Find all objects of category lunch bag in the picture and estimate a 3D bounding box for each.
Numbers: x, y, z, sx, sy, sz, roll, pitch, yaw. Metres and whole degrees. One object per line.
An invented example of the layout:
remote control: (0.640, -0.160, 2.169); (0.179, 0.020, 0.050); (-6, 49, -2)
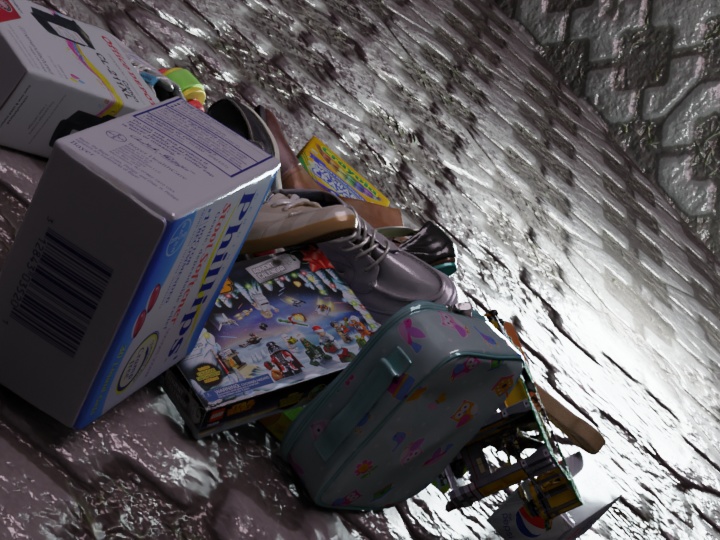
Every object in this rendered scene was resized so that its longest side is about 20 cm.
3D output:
lunch bag: (0.034, 0.110, 1.362); (0.160, 0.200, 0.077); (13, 32, -53)

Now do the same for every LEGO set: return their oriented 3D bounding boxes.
LEGO set: (0.111, 0.149, 1.497); (0.201, 0.115, 0.154); (69, 9, 22)

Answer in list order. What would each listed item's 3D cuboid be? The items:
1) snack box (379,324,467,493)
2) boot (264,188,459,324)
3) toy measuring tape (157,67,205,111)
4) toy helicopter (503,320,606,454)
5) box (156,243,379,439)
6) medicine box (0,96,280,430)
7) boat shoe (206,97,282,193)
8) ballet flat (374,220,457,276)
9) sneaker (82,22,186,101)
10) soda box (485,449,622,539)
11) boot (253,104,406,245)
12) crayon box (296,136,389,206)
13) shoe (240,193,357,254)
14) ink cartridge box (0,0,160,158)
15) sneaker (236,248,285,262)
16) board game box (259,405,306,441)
snack box: (0.040, 0.115, 1.607); (0.142, 0.053, 0.200); (38, 19, -17)
boot: (-0.004, -0.015, 1.519); (0.199, 0.074, 0.096); (17, -33, 24)
toy measuring tape: (-0.187, -0.186, 1.798); (0.074, 0.074, 0.200); (46, 18, 14)
toy helicopter: (0.176, 0.121, 1.711); (0.200, 0.079, 0.132); (38, -13, 8)
box: (-0.085, 0.054, 1.368); (0.199, 0.040, 0.137); (-15, 53, -37)
medicine box: (-0.168, -0.011, 1.188); (0.103, 0.183, 0.200); (31, 23, 10)
boat shoe: (-0.125, -0.109, 1.690); (0.068, 0.072, 0.201); (39, 27, -49)
ballet flat: (0.000, 0.000, 1.619); (0.199, 0.068, 0.069); (-18, 73, -21)
sneaker: (-0.228, -0.190, 1.663); (0.200, 0.075, 0.087); (41, -25, 1)
soda box: (0.197, 0.236, 1.639); (0.068, 0.064, 0.200); (46, 18, 15)
boot: (-0.033, -0.086, 1.788); (0.199, 0.069, 0.189); (12, 42, -32)
crayon box: (-0.033, -0.086, 1.924); (0.126, 0.052, 0.200); (40, 17, -7)
shoe: (-0.095, -0.043, 1.469); (0.070, 0.199, 0.054); (-11, 93, -62)
ink cartridge box: (-0.293, -0.178, 1.532); (0.199, 0.083, 0.146); (14, 32, -55)
sneaker: (-0.076, 0.021, 1.524); (0.200, 0.080, 0.084); (49, -6, 44)
board game box: (-0.121, 0.062, 1.432); (0.200, 0.030, 0.096); (46, 17, 3)
